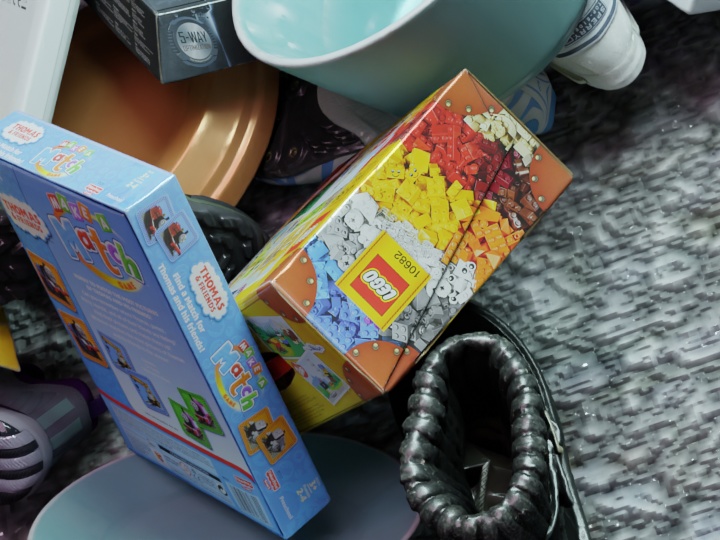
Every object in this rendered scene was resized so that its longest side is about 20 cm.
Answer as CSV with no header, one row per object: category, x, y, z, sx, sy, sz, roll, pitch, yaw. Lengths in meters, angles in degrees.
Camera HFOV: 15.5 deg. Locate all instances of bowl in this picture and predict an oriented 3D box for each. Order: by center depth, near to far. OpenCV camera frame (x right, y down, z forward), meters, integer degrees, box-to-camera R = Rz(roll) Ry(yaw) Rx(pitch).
bowl,0.043,-0.155,1.341,0.200,0.105,0.201,-30,37,26

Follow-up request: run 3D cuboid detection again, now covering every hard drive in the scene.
hard drive,-0.205,-0.117,1.493,0.132,0.026,0.201,27,105,56

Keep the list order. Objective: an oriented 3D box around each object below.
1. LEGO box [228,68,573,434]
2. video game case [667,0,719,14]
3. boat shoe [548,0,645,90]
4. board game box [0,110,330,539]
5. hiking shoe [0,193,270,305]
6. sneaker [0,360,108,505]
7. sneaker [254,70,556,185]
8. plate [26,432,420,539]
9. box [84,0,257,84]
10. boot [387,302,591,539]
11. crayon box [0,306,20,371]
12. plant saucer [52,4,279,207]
LEGO box,0.000,0.000,1.307,0.077,0.200,0.149,44,69,-5
video game case,0.154,-0.198,1.430,0.143,0.018,0.200,-13,40,-42
boat shoe,0.107,-0.149,1.443,0.075,0.086,0.202,-44,31,3
board game box,-0.103,0.025,1.292,0.037,0.200,0.151,-38,34,-21
hiking shoe,-0.145,-0.026,1.400,0.199,0.076,0.101,5,26,-22
sneaker,-0.227,0.080,1.460,0.199,0.075,0.087,11,30,37
sneaker,0.016,-0.078,1.448,0.199,0.072,0.072,-9,60,34
plate,-0.066,0.133,1.318,0.199,0.026,0.200,-5,21,2
box,-0.078,-0.181,1.488,0.160,0.044,0.200,-16,34,-20
boot,0.052,0.069,1.280,0.079,0.158,0.211,-28,54,3
crayon box,-0.264,-0.010,1.403,0.051,0.127,0.200,-54,37,21
plant saucer,-0.137,-0.083,1.498,0.200,0.037,0.201,-17,57,28
